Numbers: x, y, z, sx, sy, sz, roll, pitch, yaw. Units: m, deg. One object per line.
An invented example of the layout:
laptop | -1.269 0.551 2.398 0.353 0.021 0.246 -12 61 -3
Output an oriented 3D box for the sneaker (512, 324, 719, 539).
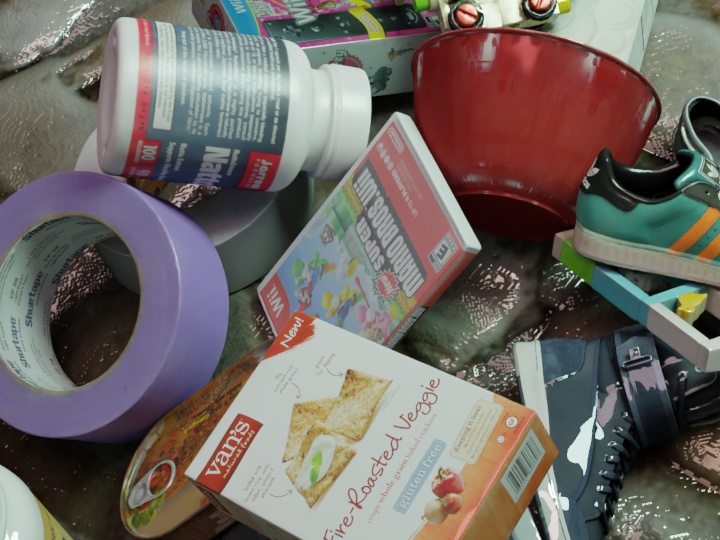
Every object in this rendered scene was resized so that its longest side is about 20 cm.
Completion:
sneaker | 0.187 0.126 0.991 0.144 0.077 0.204 -9 56 8

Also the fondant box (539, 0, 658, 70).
fondant box | 0.171 -0.205 1.240 0.142 0.059 0.202 8 57 21

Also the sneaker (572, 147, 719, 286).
sneaker | 0.251 -0.039 1.013 0.197 0.081 0.072 8 27 6

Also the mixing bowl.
mixing bowl | 0.122 -0.090 1.102 0.198 0.200 0.110 9 73 21

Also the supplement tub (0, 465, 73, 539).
supplement tub | -0.263 0.215 0.976 0.143 0.201 0.146 -7 54 10

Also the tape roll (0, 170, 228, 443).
tape roll | -0.207 0.030 1.115 0.197 0.085 0.203 -4 80 22

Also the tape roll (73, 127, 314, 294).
tape roll | -0.142 -0.073 1.230 0.197 0.066 0.202 -7 54 10

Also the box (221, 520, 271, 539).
box | -0.012 0.175 0.979 0.199 0.043 0.162 -17 47 40

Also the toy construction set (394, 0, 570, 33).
toy construction set | 0.107 -0.257 1.193 0.197 0.092 0.133 -15 82 10

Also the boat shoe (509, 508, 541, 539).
boat shoe | 0.064 0.163 1.000 0.085 0.075 0.203 -27 50 -4

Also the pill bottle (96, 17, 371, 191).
pill bottle | -0.098 -0.123 1.116 0.197 0.120 0.121 5 51 -17

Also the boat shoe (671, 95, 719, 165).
boat shoe | 0.301 -0.055 1.093 0.072 0.062 0.201 -26 54 -6

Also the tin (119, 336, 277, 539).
tin | -0.093 0.128 1.044 0.199 0.042 0.113 -36 33 21

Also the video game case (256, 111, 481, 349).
video game case | 0.000 0.000 1.093 0.200 0.017 0.144 -50 46 28

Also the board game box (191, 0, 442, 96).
board game box | -0.031 -0.217 1.257 0.198 0.065 0.148 -12 48 -21

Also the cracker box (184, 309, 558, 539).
cracker box | 0.004 0.120 0.901 0.199 0.058 0.135 20 67 37

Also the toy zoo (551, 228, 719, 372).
toy zoo | 0.247 0.014 1.029 0.130 0.021 0.200 -15 36 -29
